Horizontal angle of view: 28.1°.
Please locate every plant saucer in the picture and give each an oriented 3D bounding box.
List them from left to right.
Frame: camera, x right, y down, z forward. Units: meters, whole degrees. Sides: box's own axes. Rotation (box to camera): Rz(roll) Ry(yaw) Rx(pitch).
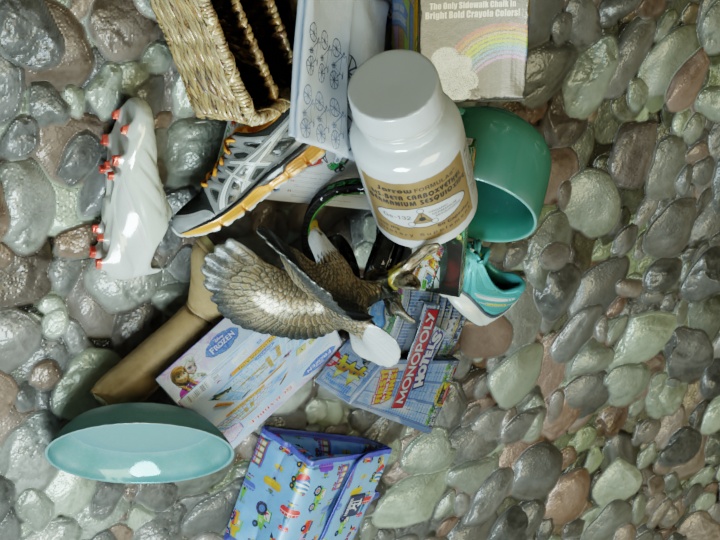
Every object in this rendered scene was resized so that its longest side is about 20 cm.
[{"bbox_3d":[-0.234,0.181,1.532,0.200,0.200,0.036,22,55,-40],"label":"plant saucer"}]

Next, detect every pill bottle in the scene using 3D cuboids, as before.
[{"bbox_3d":[0.050,-0.121,1.434,0.114,0.114,0.200,-39,147,-13],"label":"pill bottle"}]

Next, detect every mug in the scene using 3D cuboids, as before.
[{"bbox_3d":[0.140,-0.125,1.640,0.185,0.151,0.115,74,31,-63],"label":"mug"}]

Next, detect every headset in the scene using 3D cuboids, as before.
[{"bbox_3d":[0.000,0.000,1.581,0.123,0.094,0.201,-3,118,8],"label":"headset"}]

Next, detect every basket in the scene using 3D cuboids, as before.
[{"bbox_3d":[-0.109,-0.253,1.384,0.142,0.149,0.201,-28,109,-21],"label":"basket"}]

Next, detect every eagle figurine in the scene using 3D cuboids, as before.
[{"bbox_3d":[-0.043,0.015,1.459,0.199,0.151,0.152,-5,125,-36],"label":"eagle figurine"}]

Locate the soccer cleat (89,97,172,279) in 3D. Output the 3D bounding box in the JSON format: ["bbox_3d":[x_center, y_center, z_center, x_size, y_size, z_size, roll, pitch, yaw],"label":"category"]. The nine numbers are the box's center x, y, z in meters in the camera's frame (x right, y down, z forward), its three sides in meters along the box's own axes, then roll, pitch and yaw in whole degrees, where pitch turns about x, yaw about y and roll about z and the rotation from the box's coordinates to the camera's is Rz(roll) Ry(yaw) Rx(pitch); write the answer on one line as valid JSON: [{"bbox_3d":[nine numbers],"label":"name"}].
[{"bbox_3d":[-0.226,-0.083,1.466,0.077,0.069,0.201,0,120,-25],"label":"soccer cleat"}]

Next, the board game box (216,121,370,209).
[{"bbox_3d":[-0.052,-0.135,1.561,0.199,0.035,0.127,5,117,-29],"label":"board game box"}]

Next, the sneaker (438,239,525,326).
[{"bbox_3d":[0.112,-0.015,1.698,0.200,0.078,0.080,34,125,-28],"label":"sneaker"}]

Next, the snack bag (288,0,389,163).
[{"bbox_3d":[-0.016,-0.204,1.447,0.200,0.021,0.189,16,76,-65],"label":"snack bag"}]

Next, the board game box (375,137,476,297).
[{"bbox_3d":[0.070,-0.064,1.594,0.023,0.104,0.201,-61,159,-51],"label":"board game box"}]

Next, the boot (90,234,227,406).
[{"bbox_3d":[-0.204,0.071,1.532,0.200,0.066,0.175,-42,153,-12],"label":"boot"}]

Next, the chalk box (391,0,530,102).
[{"bbox_3d":[0.103,-0.285,1.496,0.124,0.124,0.201,-3,111,-11],"label":"chalk box"}]

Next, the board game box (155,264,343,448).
[{"bbox_3d":[-0.117,0.103,1.601,0.200,0.041,0.200,-41,155,-12],"label":"board game box"}]

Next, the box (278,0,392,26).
[{"bbox_3d":[-0.010,-0.300,1.535,0.200,0.032,0.121,-50,131,-3],"label":"box"}]

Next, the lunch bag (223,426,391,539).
[{"bbox_3d":[-0.050,0.279,1.773,0.200,0.094,0.151,7,107,-50],"label":"lunch bag"}]

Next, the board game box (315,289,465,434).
[{"bbox_3d":[0.044,0.098,1.720,0.200,0.062,0.201,4,111,-54],"label":"board game box"}]

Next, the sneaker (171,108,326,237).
[{"bbox_3d":[-0.119,-0.107,1.485,0.200,0.078,0.077,-37,102,5],"label":"sneaker"}]
